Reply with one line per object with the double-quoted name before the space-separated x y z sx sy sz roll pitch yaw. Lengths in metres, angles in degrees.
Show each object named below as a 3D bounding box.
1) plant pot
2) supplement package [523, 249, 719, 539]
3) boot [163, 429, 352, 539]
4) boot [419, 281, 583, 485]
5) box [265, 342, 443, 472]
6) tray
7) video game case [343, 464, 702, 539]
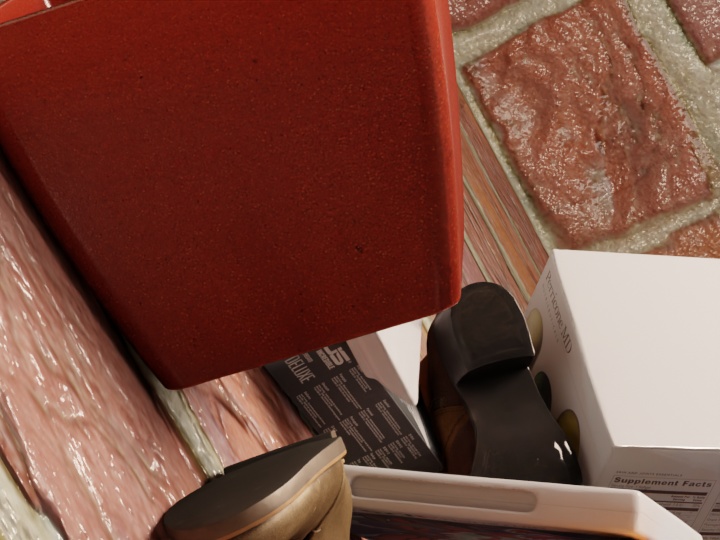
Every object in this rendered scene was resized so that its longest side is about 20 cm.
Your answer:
"plant pot" -0.042 -0.062 1.100 0.200 0.199 0.177 -78 150 -76
"supplement package" 0.165 0.112 1.466 0.201 0.150 0.152 111 -25 -43
"boot" -0.029 0.112 1.028 0.200 0.073 0.076 4 69 -82
"boot" 0.061 0.123 1.440 0.200 0.068 0.189 117 -44 -66
"box" -0.031 0.009 1.367 0.200 0.050 0.158 55 13 -44
"tray" 0.000 0.000 1.337 0.108 0.022 0.200 61 10 -13
"video game case" 0.062 0.120 1.206 0.200 0.181 0.023 35 60 -71
